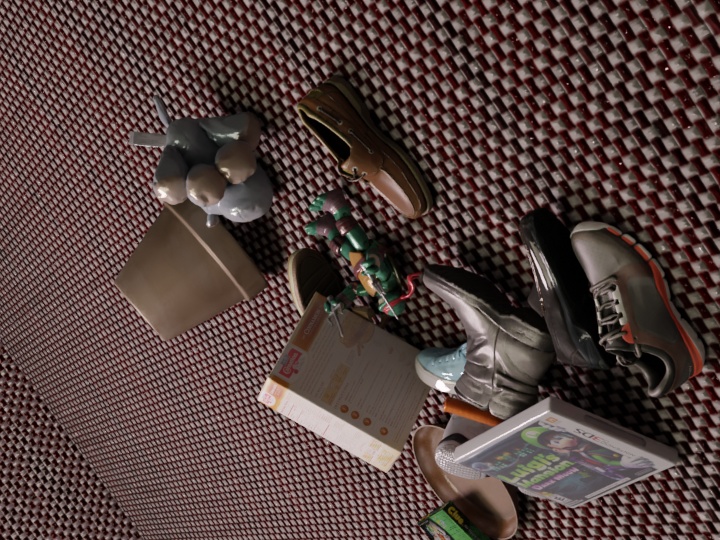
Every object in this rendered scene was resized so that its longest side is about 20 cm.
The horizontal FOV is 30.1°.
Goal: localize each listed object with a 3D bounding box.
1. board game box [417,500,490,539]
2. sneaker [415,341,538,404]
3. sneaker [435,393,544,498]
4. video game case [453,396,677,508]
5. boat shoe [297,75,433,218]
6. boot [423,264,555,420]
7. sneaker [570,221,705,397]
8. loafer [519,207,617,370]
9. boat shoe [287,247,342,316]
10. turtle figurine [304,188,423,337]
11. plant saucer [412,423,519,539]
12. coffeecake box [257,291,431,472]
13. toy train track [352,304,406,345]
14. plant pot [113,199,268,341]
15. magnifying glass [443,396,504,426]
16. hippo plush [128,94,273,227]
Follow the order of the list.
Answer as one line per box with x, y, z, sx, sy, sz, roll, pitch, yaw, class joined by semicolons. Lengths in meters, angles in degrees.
0.145;0.398;1.997;0.105;0.023;0.200;47;163;6;board game box
0.144;0.112;1.672;0.199;0.074;0.083;15;118;45;sneaker
0.198;0.213;1.695;0.198;0.116;0.075;13;147;-1;sneaker
0.235;0.216;1.554;0.180;0.024;0.200;24;147;-20;video game case
0.001;-0.133;1.587;0.200;0.068;0.072;49;151;3;boat shoe
0.135;0.087;1.572;0.199;0.069;0.133;34;115;32;boot
0.273;0.042;1.365;0.201;0.082;0.077;53;152;-1;sneaker
0.209;0.026;1.438;0.072;0.073;0.201;-10;115;37;loafer
-0.063;0.049;1.905;0.076;0.071;0.201;31;148;55;boat shoe
0.000;0.000;1.715;0.201;0.100;0.150;58;141;21;turtle figurine
0.154;0.293;1.894;0.200;0.032;0.201;36;148;27;plant saucer
-0.013;0.148;1.781;0.199;0.154;0.073;29;145;0;coffeecake box
0.028;0.112;1.873;0.114;0.033;0.201;10;141;26;toy train track
-0.262;0.005;1.979;0.200;0.173;0.200;46;171;9;plant pot
0.197;0.188;1.612;0.198;0.023;0.080;15;177;4;magnifying glass
-0.208;-0.119;1.824;0.198;0.160;0.161;10;146;26;hippo plush
